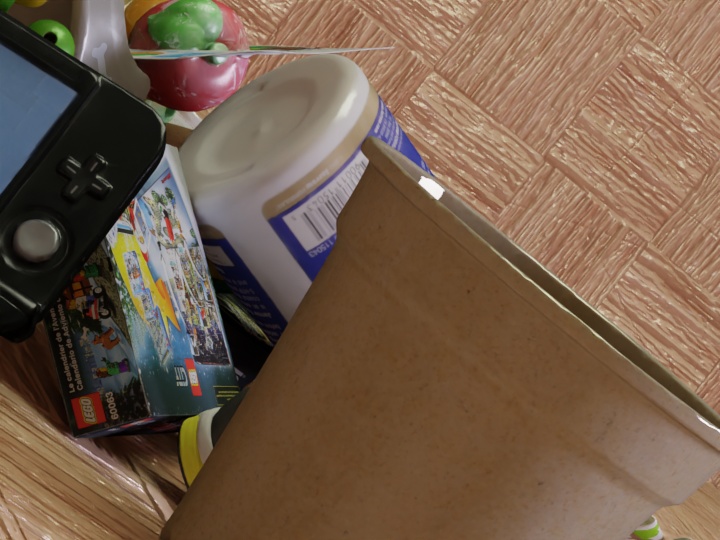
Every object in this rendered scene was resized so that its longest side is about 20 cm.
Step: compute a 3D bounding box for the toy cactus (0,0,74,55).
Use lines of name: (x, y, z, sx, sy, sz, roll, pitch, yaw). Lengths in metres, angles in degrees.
toy cactus: (-0.210, -0.094, 1.398, 0.164, 0.201, 0.102, -7, -22, 34)

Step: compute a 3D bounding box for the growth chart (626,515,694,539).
growth chart: (0.119, 0.153, 1.589, 0.199, 0.018, 0.145, 14, -27, 8)

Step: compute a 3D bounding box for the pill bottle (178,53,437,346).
pill bottle: (0.000, 0.000, 1.520, 0.200, 0.119, 0.120, 55, -3, -25)

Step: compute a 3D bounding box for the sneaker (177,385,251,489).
sneaker: (0.014, 0.111, 1.326, 0.199, 0.085, 0.075, 30, 40, -29)

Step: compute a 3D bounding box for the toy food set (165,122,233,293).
toy food set: (-0.132, -0.043, 1.608, 0.199, 0.049, 0.198, 14, 15, 3)

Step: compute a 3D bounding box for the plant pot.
plant pot: (0.024, 0.079, 1.184, 0.200, 0.184, 0.200, 39, 5, -4)

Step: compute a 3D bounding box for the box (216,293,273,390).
box: (-0.065, 0.048, 1.645, 0.161, 0.049, 0.200, 40, 2, -24)

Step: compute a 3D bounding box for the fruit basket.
fruit basket: (-0.113, -0.127, 1.601, 0.199, 0.094, 0.185, -2, 4, 38)

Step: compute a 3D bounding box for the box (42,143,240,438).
box: (-0.106, 0.005, 1.352, 0.200, 0.037, 0.137, 15, 60, -80)

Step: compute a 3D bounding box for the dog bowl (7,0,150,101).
dog bowl: (-0.198, -0.133, 1.497, 0.200, 0.201, 0.059, 41, 19, 20)

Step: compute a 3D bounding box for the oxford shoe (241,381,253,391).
oxford shoe: (-0.001, 0.092, 1.466, 0.200, 0.071, 0.072, 31, 35, -63)

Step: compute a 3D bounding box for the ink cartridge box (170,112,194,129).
ink cartridge box: (-0.157, -0.071, 1.846, 0.145, 0.088, 0.200, 43, 8, 39)

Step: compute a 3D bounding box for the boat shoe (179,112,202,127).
boat shoe: (-0.091, -0.083, 2.503, 0.202, 0.086, 0.075, 36, 5, -34)

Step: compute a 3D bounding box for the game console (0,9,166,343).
game console: (-0.197, -0.066, 1.182, 0.199, 0.176, 0.117, 33, -24, 6)
